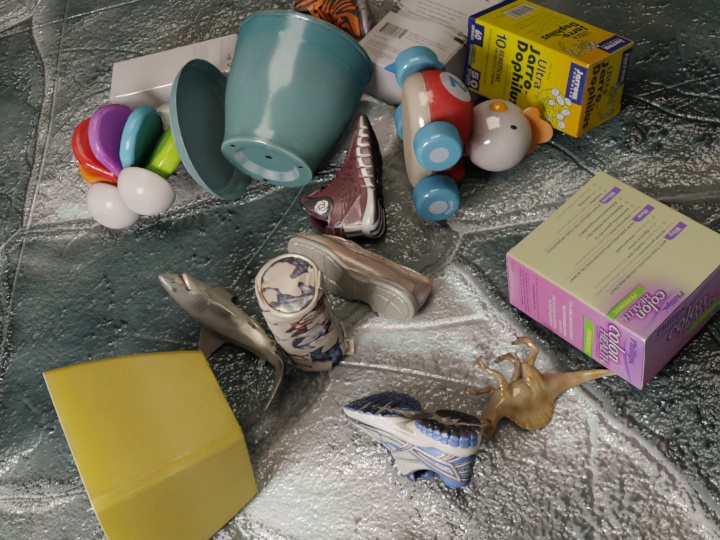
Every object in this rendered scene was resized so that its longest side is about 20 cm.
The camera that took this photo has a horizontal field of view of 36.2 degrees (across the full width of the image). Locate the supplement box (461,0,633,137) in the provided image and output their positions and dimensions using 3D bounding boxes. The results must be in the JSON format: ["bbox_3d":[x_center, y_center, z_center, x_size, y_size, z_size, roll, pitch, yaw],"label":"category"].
[{"bbox_3d":[0.249,-0.279,1.491,0.200,0.109,0.109,31,45,33],"label":"supplement box"}]

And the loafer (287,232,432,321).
[{"bbox_3d":[0.000,0.000,1.419,0.200,0.072,0.063,28,50,24],"label":"loafer"}]

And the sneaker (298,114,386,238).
[{"bbox_3d":[-0.031,-0.126,1.509,0.115,0.076,0.200,-12,53,12],"label":"sneaker"}]

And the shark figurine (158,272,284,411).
[{"bbox_3d":[-0.166,0.091,1.406,0.214,0.128,0.090,39,98,17],"label":"shark figurine"}]

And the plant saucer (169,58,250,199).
[{"bbox_3d":[-0.211,-0.194,1.535,0.027,0.200,0.201,-11,52,22],"label":"plant saucer"}]

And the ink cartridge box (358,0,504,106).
[{"bbox_3d":[0.106,-0.332,1.608,0.146,0.084,0.200,30,67,32],"label":"ink cartridge box"}]

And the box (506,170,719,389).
[{"bbox_3d":[0.303,0.006,1.286,0.176,0.097,0.200,-40,53,-22],"label":"box"}]

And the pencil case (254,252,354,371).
[{"bbox_3d":[-0.065,0.053,1.308,0.089,0.200,0.078,-11,63,4],"label":"pencil case"}]

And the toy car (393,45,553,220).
[{"bbox_3d":[0.155,-0.190,1.450,0.199,0.177,0.185,-8,49,-4],"label":"toy car"}]

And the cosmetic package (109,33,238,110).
[{"bbox_3d":[-0.264,-0.272,1.663,0.199,0.108,0.085,-10,53,8],"label":"cosmetic package"}]

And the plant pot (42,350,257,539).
[{"bbox_3d":[-0.229,0.207,1.261,0.176,0.200,0.200,-23,51,-15],"label":"plant pot"}]

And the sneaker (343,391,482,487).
[{"bbox_3d":[0.051,0.196,1.247,0.077,0.085,0.200,-12,17,-38],"label":"sneaker"}]

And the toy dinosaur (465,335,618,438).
[{"bbox_3d":[0.196,0.133,1.276,0.200,0.058,0.101,-21,68,-15],"label":"toy dinosaur"}]

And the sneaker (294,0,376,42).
[{"bbox_3d":[-0.037,-0.385,1.706,0.112,0.078,0.200,-22,41,6],"label":"sneaker"}]

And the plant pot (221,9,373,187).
[{"bbox_3d":[-0.103,-0.227,1.539,0.200,0.200,0.188,9,70,22],"label":"plant pot"}]

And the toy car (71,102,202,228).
[{"bbox_3d":[-0.327,-0.169,1.554,0.200,0.150,0.175,-15,44,47],"label":"toy car"}]
